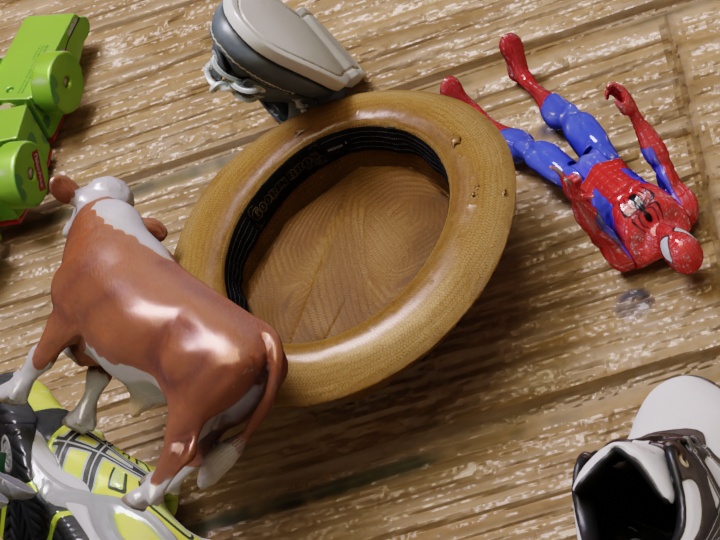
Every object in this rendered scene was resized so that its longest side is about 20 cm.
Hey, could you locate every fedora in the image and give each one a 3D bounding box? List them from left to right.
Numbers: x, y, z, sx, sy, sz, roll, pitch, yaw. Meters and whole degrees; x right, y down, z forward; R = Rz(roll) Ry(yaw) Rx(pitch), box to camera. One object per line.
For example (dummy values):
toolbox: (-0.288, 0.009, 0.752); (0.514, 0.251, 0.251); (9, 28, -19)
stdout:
fedora: (0.000, 0.000, 1.403); (0.200, 0.082, 0.201); (-14, 49, 16)

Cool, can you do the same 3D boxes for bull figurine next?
bull figurine: (-0.114, 0.034, 1.348); (0.200, 0.065, 0.122); (35, 101, 45)

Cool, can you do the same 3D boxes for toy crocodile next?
toy crocodile: (-0.204, -0.075, 1.588); (0.067, 0.062, 0.200); (-5, 47, 23)

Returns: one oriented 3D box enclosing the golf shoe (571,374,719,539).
golf shoe: (0.140, 0.097, 1.229); (0.078, 0.095, 0.200); (-13, 33, 18)

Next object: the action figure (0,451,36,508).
action figure: (-0.228, 0.189, 1.341); (0.055, 0.118, 0.200); (30, 98, 11)

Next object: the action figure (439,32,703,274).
action figure: (0.108, -0.070, 1.402); (0.065, 0.099, 0.200); (-38, 49, -7)

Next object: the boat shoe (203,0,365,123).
boat shoe: (-0.048, -0.107, 1.462); (0.062, 0.200, 0.073); (-41, 83, 9)

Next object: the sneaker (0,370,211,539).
sneaker: (-0.139, 0.119, 1.394); (0.076, 0.075, 0.200); (-8, 36, -25)
